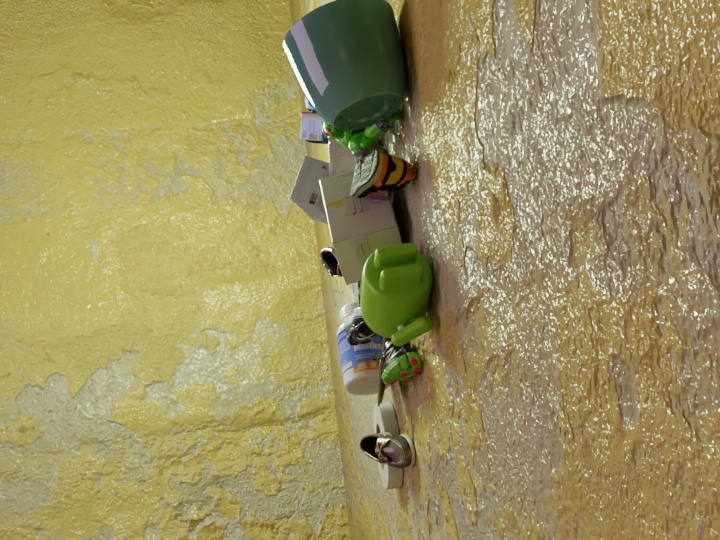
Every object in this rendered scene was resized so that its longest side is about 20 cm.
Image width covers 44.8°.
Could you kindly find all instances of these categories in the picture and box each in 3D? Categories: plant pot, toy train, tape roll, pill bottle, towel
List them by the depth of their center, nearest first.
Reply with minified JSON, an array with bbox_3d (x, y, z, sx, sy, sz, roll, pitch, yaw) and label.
[{"bbox_3d":[-0.012,-0.336,1.476,0.201,0.200,0.162,110,142,-74],"label":"plant pot"},{"bbox_3d":[-0.005,-0.197,1.760,0.035,0.132,0.200,-55,-18,-31],"label":"towel"},{"bbox_3d":[-0.037,-0.310,1.764,0.199,0.086,0.115,11,104,42],"label":"toy train"},{"bbox_3d":[0.005,0.177,2.022,0.112,0.112,0.201,96,166,-57],"label":"pill bottle"},{"bbox_3d":[0.063,0.408,2.036,0.203,0.037,0.204,175,90,-83],"label":"tape roll"}]

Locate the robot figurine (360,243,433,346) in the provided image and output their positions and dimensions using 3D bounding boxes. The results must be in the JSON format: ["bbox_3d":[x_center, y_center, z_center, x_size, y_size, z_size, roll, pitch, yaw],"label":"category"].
[{"bbox_3d":[0.058,0.036,1.461,0.200,0.115,0.176,94,163,-55],"label":"robot figurine"}]

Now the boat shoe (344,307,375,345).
[{"bbox_3d":[0.009,0.122,1.871,0.200,0.071,0.068,143,127,-67],"label":"boat shoe"}]

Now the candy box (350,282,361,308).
[{"bbox_3d":[0.015,-0.038,1.936,0.168,0.071,0.201,-115,21,-69],"label":"candy box"}]

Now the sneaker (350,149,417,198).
[{"bbox_3d":[0.040,-0.161,1.546,0.200,0.090,0.070,167,115,-78],"label":"sneaker"}]

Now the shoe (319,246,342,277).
[{"bbox_3d":[0.000,0.000,1.756,0.200,0.091,0.072,38,134,48],"label":"shoe"}]

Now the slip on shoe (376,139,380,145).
[{"bbox_3d":[0.012,-0.261,1.836,0.061,0.076,0.201,-20,-79,-66],"label":"slip on shoe"}]

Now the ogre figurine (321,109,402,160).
[{"bbox_3d":[-0.007,-0.283,1.624,0.098,0.200,0.120,2,-61,-61],"label":"ogre figurine"}]

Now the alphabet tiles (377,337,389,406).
[{"bbox_3d":[0.054,0.178,1.826,0.167,0.006,0.201,-75,-10,-45],"label":"alphabet tiles"}]

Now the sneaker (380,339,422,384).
[{"bbox_3d":[0.067,0.168,1.656,0.200,0.076,0.084,117,142,-75],"label":"sneaker"}]

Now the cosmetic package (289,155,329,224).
[{"bbox_3d":[-0.084,-0.170,1.920,0.200,0.074,0.102,44,-115,-72],"label":"cosmetic package"}]

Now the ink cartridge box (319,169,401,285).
[{"bbox_3d":[0.008,-0.079,1.657,0.129,0.125,0.201,71,-176,-50],"label":"ink cartridge box"}]

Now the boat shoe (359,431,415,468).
[{"bbox_3d":[0.057,0.379,1.850,0.200,0.059,0.072,174,95,-70],"label":"boat shoe"}]
